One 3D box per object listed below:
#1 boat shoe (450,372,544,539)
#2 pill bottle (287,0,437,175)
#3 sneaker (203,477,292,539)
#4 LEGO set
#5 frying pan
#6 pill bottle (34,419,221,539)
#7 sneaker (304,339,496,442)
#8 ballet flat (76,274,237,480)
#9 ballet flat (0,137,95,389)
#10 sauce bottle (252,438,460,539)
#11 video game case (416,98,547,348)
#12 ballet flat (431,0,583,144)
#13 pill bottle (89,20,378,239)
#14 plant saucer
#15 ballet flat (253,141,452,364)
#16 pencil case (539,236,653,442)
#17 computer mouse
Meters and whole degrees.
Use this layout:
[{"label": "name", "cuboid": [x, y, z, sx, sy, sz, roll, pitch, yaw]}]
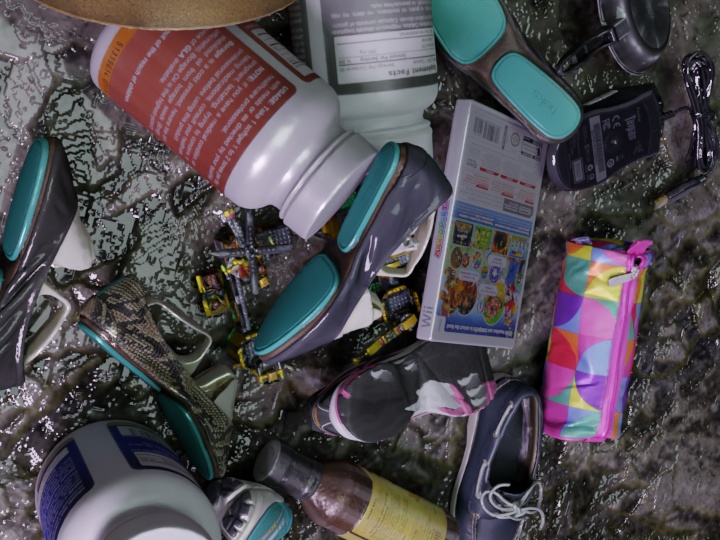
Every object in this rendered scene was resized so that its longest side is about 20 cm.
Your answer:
[{"label": "boat shoe", "cuboid": [0.136, 0.198, 1.002, 0.075, 0.062, 0.200, 6, 98, -27]}, {"label": "pill bottle", "cuboid": [0.002, -0.181, 0.847, 0.114, 0.114, 0.200, -11, 104, -21]}, {"label": "sneaker", "cuboid": [-0.129, 0.265, 0.890, 0.200, 0.078, 0.080, -51, 134, 5]}, {"label": "LEGO set", "cuboid": [-0.026, 0.012, 0.867, 0.200, 0.116, 0.154, -9, 103, -21]}, {"label": "frying pan", "cuboid": [0.226, -0.230, 0.942, 0.190, 0.031, 0.115, -12, 95, -48]}, {"label": "pill bottle", "cuboid": [-0.170, 0.195, 0.794, 0.120, 0.200, 0.120, -4, 101, -22]}, {"label": "sneaker", "cuboid": [0.032, 0.098, 0.937, 0.200, 0.086, 0.080, -7, 87, -42]}, {"label": "ballet flat", "cuboid": [-0.142, 0.082, 0.850, 0.075, 0.068, 0.200, -44, 124, -19]}, {"label": "ballet flat", "cuboid": [-0.244, -0.001, 0.797, 0.068, 0.068, 0.200, 20, 101, -33]}, {"label": "sauce bottle", "cuboid": [-0.002, 0.206, 0.943, 0.200, 0.065, 0.065, 33, 86, -26]}, {"label": "video game case", "cuboid": [0.109, -0.035, 0.927, 0.143, 0.018, 0.200, 10, 89, -53]}, {"label": "ballet flat", "cuboid": [0.111, -0.187, 0.912, 0.068, 0.068, 0.200, -39, 101, 9]}, {"label": "pill bottle", "cuboid": [-0.089, -0.118, 0.781, 0.200, 0.112, 0.112, 41, 82, 3]}, {"label": "plant saucer", "cuboid": [-0.135, -0.222, 0.735, 0.200, 0.200, 0.035, -11, 130, -21]}, {"label": "ballet flat", "cuboid": [0.000, 0.000, 0.781, 0.073, 0.073, 0.200, 27, 108, -25]}, {"label": "pencil case", "cuboid": [0.218, 0.062, 1.000, 0.088, 0.088, 0.200, 4, 100, -24]}, {"label": "computer mouse", "cuboid": [0.254, -0.113, 1.012, 0.200, 0.046, 0.140, -29, 122, -16]}]
